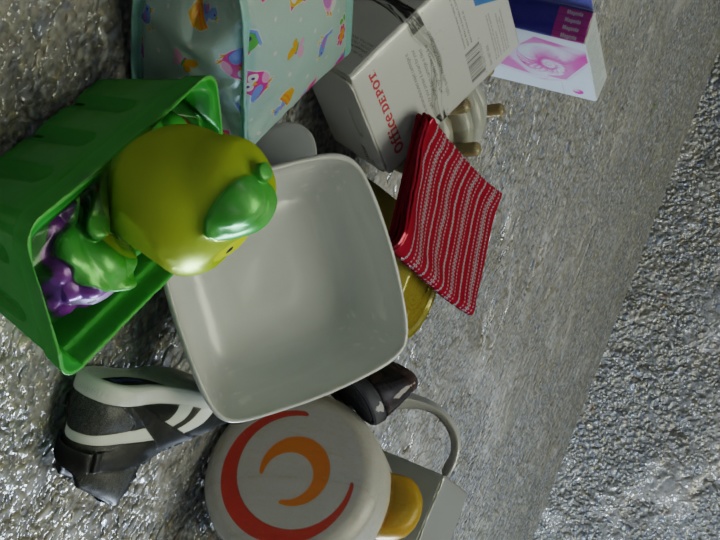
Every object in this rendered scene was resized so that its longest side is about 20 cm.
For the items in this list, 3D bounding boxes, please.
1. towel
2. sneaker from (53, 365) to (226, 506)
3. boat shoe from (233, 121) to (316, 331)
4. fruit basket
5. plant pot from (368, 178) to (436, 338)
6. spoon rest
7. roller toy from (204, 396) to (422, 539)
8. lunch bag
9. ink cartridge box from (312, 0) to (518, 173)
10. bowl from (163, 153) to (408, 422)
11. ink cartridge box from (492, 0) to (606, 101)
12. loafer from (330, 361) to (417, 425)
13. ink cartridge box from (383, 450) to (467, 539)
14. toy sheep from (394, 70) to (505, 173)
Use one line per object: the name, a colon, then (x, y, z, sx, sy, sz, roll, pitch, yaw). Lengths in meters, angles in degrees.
towel: (0.088, -0.052, 1.201, 0.200, 0.022, 0.145, 37, 62, -56)
sneaker: (-0.188, 0.142, 1.025, 0.200, 0.073, 0.112, 16, 97, -60)
boat shoe: (-0.094, -0.039, 1.106, 0.070, 0.071, 0.200, 171, -64, -84)
fruit basket: (-0.138, -0.037, 0.804, 0.216, 0.215, 0.156, -51, 151, -40)
plant pot: (0.000, 0.000, 1.240, 0.200, 0.142, 0.200, -50, 151, -41)
spoon rest: (0.039, 0.155, 1.401, 0.061, 0.200, 0.099, -53, 177, 5)
roller toy: (-0.056, 0.228, 1.244, 0.200, 0.183, 0.140, -32, 151, -5)
lunch bag: (-0.086, -0.214, 0.886, 0.170, 0.122, 0.200, -52, 157, -37)
ink cartridge box: (0.048, -0.217, 1.164, 0.200, 0.084, 0.145, -45, 145, -14)
bowl: (-0.072, 0.010, 1.034, 0.200, 0.075, 0.200, -20, 103, -19)
ink cartridge box: (0.166, -0.265, 1.334, 0.043, 0.196, 0.200, -68, 158, -10)
loafer: (0.000, 0.109, 1.280, 0.063, 0.200, 0.072, -28, 111, -14)
ink cartridge box: (0.000, 0.278, 1.399, 0.145, 0.200, 0.145, -66, 158, -10)
toy sheep: (0.077, -0.170, 1.295, 0.200, 0.138, 0.138, -51, 152, -52)
